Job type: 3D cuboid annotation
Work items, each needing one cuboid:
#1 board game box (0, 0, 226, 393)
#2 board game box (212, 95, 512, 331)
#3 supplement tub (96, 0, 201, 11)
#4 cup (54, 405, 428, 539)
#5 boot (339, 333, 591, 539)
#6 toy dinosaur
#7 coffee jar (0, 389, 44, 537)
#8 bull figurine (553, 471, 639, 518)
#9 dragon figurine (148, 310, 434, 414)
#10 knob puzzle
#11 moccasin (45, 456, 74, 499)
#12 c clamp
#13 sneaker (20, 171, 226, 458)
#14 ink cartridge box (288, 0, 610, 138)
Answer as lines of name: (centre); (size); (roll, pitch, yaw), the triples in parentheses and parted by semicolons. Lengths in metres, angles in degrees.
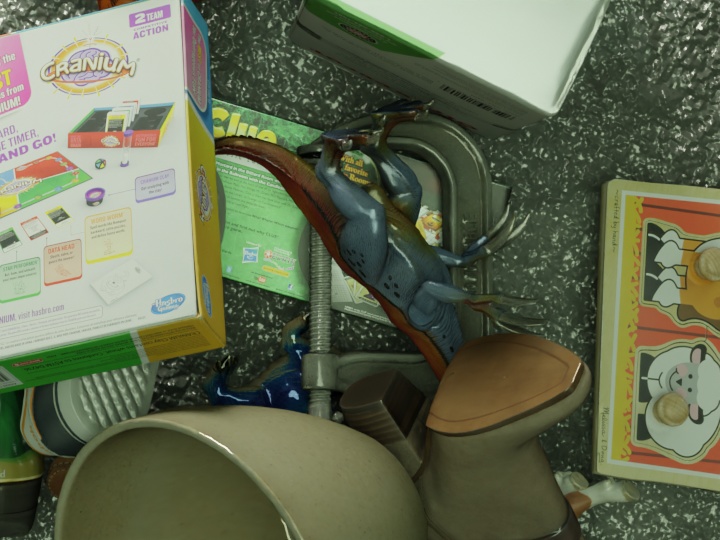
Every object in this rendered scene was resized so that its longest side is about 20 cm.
board game box: (-0.153, -0.042, 1.097); (0.152, 0.040, 0.201); (-11, 63, 14)
board game box: (-0.018, -0.030, 1.224); (0.199, 0.023, 0.105); (17, 93, -4)
supplement tub: (-0.123, -0.252, 1.154); (0.122, 0.123, 0.201); (-12, 94, -3)
cup: (-0.046, 0.155, 1.091); (0.200, 0.143, 0.201); (14, 112, 36)
boot: (0.082, 0.112, 1.123); (0.146, 0.199, 0.070); (52, 56, -24)
toy dinosaur: (0.030, -0.003, 1.163); (0.199, 0.105, 0.183); (0, 110, 29)
coffee jar: (-0.235, 0.056, 1.185); (0.104, 0.085, 0.201); (1, 93, -9)
bull figurine: (0.152, 0.204, 1.215); (0.200, 0.065, 0.122); (40, 116, 0)
dragon figurine: (-0.045, 0.090, 1.207); (0.199, 0.059, 0.100); (-28, 86, -9)
knob puzzle: (0.238, 0.042, 1.215); (0.218, 0.030, 0.221); (3, 81, -16)
moccasin: (-0.103, 0.175, 1.194); (0.201, 0.074, 0.078); (39, 53, 1)
c clamp: (0.000, 0.000, 1.184); (0.170, 0.027, 0.201); (8, 79, -12)
sneaker: (-0.143, 0.016, 1.156); (0.078, 0.079, 0.201); (38, 51, -24)
ink cartridge box: (0.044, -0.144, 1.133); (0.146, 0.200, 0.085); (26, 88, -5)
